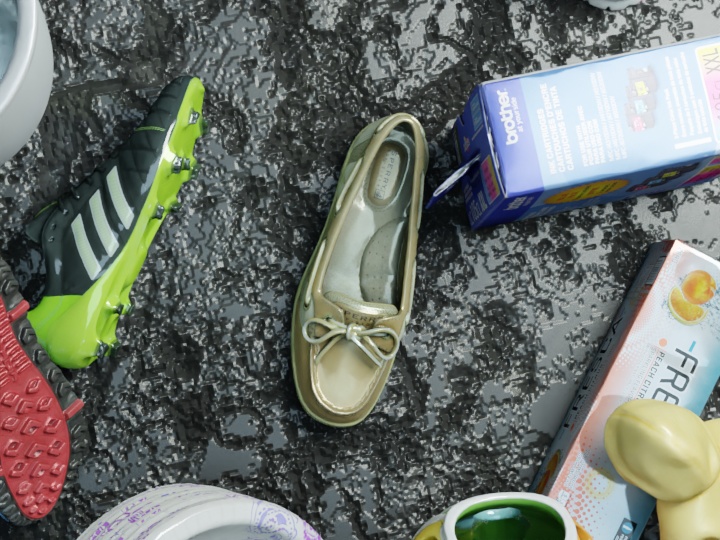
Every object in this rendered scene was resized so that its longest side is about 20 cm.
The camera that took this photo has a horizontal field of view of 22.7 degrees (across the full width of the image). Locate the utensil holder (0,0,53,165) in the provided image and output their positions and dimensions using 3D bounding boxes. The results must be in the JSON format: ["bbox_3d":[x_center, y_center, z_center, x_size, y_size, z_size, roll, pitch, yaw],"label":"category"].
[{"bbox_3d":[-0.266,-0.133,1.053,0.169,0.200,0.171,0,87,-5],"label":"utensil holder"}]

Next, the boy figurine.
[{"bbox_3d":[0.220,0.142,1.105,0.200,0.064,0.125,32,86,-37],"label":"boy figurine"}]

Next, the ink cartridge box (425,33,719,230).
[{"bbox_3d":[0.135,-0.082,1.118,0.198,0.136,0.077,-10,84,-5],"label":"ink cartridge box"}]

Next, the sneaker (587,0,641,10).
[{"bbox_3d":[0.109,-0.237,1.145,0.199,0.088,0.082,20,86,-4],"label":"sneaker"}]

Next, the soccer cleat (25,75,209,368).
[{"bbox_3d":[-0.160,-0.037,1.129,0.081,0.068,0.201,23,86,9],"label":"soccer cleat"}]

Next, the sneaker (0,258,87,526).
[{"bbox_3d":[-0.236,0.063,1.116,0.079,0.095,0.201,-29,115,-33],"label":"sneaker"}]

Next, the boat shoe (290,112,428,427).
[{"bbox_3d":[0.003,0.000,1.140,0.073,0.063,0.202,17,86,-4],"label":"boat shoe"}]

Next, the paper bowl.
[{"bbox_3d":[-0.108,0.228,1.077,0.200,0.104,0.202,-5,98,-38],"label":"paper bowl"}]

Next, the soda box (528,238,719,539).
[{"bbox_3d":[0.180,0.082,1.152,0.068,0.064,0.201,28,87,-4],"label":"soda box"}]

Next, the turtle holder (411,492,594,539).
[{"bbox_3d":[0.067,0.201,1.077,0.184,0.141,0.132,11,125,14],"label":"turtle holder"}]
